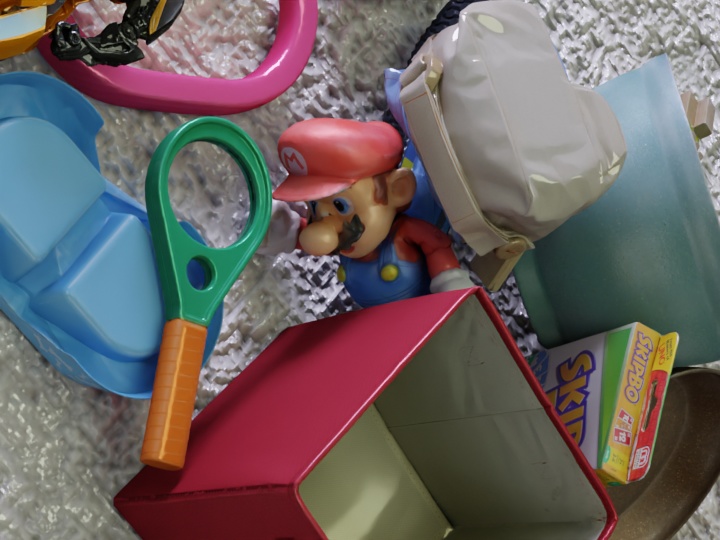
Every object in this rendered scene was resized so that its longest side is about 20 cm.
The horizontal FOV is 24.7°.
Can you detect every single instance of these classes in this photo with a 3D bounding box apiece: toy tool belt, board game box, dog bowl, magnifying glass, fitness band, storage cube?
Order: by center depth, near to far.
[{"bbox_3d":[-0.162,-0.014,0.911,0.200,0.049,0.112,51,54,-20],"label":"dog bowl"},{"bbox_3d":[-0.094,0.010,0.919,0.079,0.022,0.202,22,67,-36],"label":"magnifying glass"},{"bbox_3d":[0.004,0.136,0.936,0.200,0.179,0.172,-45,110,-37],"label":"storage cube"},{"bbox_3d":[0.065,-0.098,0.985,0.124,0.123,0.201,-11,70,-30],"label":"toy tool belt"},{"bbox_3d":[-0.111,-0.167,0.990,0.199,0.037,0.145,1,81,-38],"label":"fitness band"},{"bbox_3d":[0.119,0.094,1.025,0.030,0.200,0.096,28,64,-24],"label":"board game box"}]

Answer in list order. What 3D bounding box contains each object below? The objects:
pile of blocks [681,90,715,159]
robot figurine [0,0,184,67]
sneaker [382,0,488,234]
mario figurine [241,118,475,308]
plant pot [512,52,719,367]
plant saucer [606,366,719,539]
[{"bbox_3d":[0.192,-0.084,1.197,0.200,0.082,0.062,-48,112,-34],"label":"pile of blocks"},{"bbox_3d":[-0.189,-0.166,0.876,0.199,0.058,0.146,-20,73,-27],"label":"robot figurine"},{"bbox_3d":[0.063,-0.098,1.085,0.078,0.066,0.201,29,80,-26],"label":"sneaker"},{"bbox_3d":[0.000,0.000,0.994,0.106,0.123,0.201,-101,165,-59],"label":"mario figurine"},{"bbox_3d":[0.165,-0.024,1.065,0.200,0.133,0.202,-17,90,-78],"label":"plant pot"},{"bbox_3d":[0.173,0.138,1.113,0.199,0.037,0.202,-25,139,-24],"label":"plant saucer"}]
